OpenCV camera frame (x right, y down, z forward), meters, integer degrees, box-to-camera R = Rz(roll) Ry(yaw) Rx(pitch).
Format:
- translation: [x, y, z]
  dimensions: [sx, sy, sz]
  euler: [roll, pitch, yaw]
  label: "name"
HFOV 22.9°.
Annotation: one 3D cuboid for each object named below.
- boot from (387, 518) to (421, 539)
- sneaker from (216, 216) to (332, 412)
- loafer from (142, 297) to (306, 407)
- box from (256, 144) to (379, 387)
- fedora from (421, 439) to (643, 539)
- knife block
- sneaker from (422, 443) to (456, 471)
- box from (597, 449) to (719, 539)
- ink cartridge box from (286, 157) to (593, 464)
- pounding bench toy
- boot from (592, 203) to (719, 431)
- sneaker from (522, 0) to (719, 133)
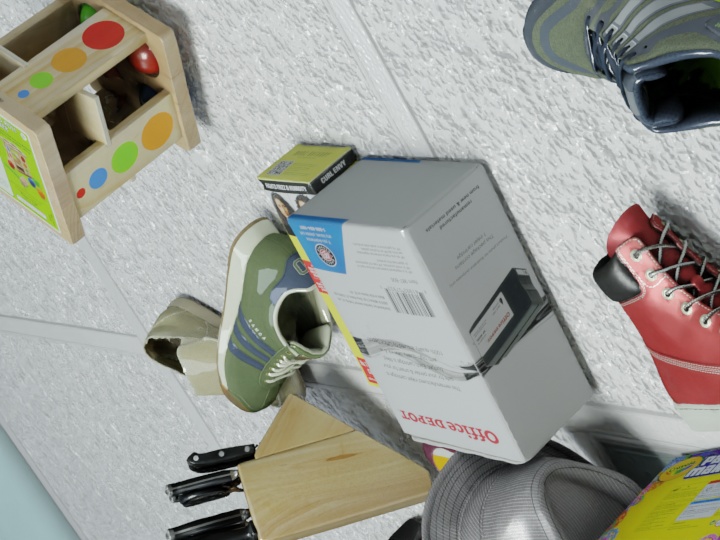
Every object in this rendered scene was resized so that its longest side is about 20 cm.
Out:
- translation: [0.087, 0.333, 1.647]
  dimensions: [0.200, 0.068, 0.188]
  euler: [41, 145, 7]
  label: "boot"
- translation: [-0.067, 0.057, 1.483]
  dimensions: [0.090, 0.067, 0.201]
  euler: [33, 136, 29]
  label: "sneaker"
- translation: [-0.128, 0.087, 1.645]
  dimensions: [0.200, 0.068, 0.076]
  euler: [20, 142, 45]
  label: "loafer"
- translation: [0.000, 0.000, 1.345]
  dimensions: [0.075, 0.050, 0.200]
  euler: [9, 134, 52]
  label: "box"
- translation: [0.150, 0.193, 1.242]
  dimensions: [0.200, 0.177, 0.090]
  euler: [49, 143, -2]
  label: "fedora"
- translation: [-0.061, 0.206, 1.514]
  dimensions: [0.199, 0.176, 0.064]
  euler: [28, 168, 4]
  label: "knife block"
- translation: [0.108, 0.184, 1.378]
  dimensions: [0.200, 0.090, 0.075]
  euler: [28, 147, 37]
  label: "sneaker"
- translation: [0.276, 0.218, 1.123]
  dimensions: [0.193, 0.122, 0.200]
  euler: [52, 154, -7]
  label: "box"
- translation: [0.057, 0.026, 1.252]
  dimensions: [0.144, 0.084, 0.201]
  euler: [8, 132, 54]
  label: "ink cartridge box"
- translation: [-0.246, -0.152, 1.405]
  dimensions: [0.200, 0.156, 0.125]
  euler: [33, 151, 30]
  label: "pounding bench toy"
- translation: [0.212, 0.020, 1.020]
  dimensions: [0.145, 0.072, 0.200]
  euler: [55, 157, -9]
  label: "boot"
- translation: [0.151, -0.115, 0.915]
  dimensions: [0.200, 0.081, 0.074]
  euler: [14, 137, 51]
  label: "sneaker"
